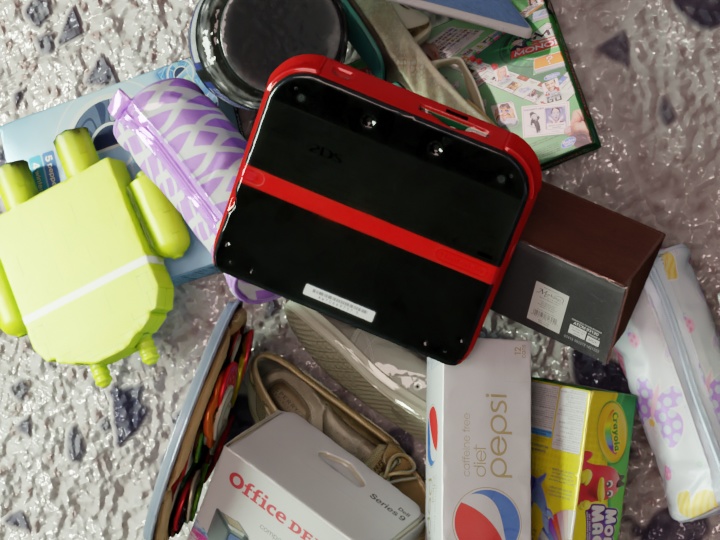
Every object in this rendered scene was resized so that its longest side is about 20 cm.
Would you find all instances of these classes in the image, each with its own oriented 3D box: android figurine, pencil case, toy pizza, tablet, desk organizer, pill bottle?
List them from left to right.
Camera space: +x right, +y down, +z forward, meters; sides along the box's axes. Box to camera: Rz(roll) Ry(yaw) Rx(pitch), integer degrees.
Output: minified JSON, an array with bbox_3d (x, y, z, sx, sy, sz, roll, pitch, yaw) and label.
[{"bbox_3d":[-0.222,-0.007,1.470,0.182,0.041,0.201,-28,80,16],"label":"android figurine"},{"bbox_3d":[-0.117,0.119,1.395,0.032,0.200,0.201,20,93,1],"label":"toy pizza"},{"bbox_3d":[-0.112,-0.061,1.390,0.200,0.085,0.084,50,124,32],"label":"pencil case"},{"bbox_3d":[-0.068,-0.172,1.350,0.111,0.200,0.112,-1,96,-8],"label":"pill bottle"},{"bbox_3d":[0.026,-0.226,1.351,0.014,0.199,0.130,-59,41,28],"label":"tablet"},{"bbox_3d":[0.110,-0.020,1.313,0.199,0.077,0.072,25,133,19],"label":"desk organizer"},{"bbox_3d":[0.233,0.083,1.328,0.083,0.091,0.201,-22,79,14],"label":"pencil case"}]

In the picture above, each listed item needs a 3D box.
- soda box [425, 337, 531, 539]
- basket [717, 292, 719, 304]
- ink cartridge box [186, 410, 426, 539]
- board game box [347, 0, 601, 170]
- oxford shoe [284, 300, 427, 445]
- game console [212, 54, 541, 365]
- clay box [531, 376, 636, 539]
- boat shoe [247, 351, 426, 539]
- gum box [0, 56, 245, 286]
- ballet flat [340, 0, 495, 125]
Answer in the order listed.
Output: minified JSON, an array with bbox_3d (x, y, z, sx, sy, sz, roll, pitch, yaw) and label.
[{"bbox_3d":[0.085,0.151,1.320,0.068,0.064,0.201,3,78,-8],"label":"soda box"},{"bbox_3d":[0.359,0.029,1.251,0.199,0.176,0.140,-13,97,31],"label":"basket"},{"bbox_3d":[-0.057,0.230,1.385,0.145,0.087,0.201,35,120,18],"label":"ink cartridge box"},{"bbox_3d":[0.073,-0.123,1.428,0.199,0.029,0.135,-21,79,17],"label":"board game box"},{"bbox_3d":[0.025,0.077,1.417,0.200,0.075,0.058,33,71,22],"label":"oxford shoe"},{"bbox_3d":[0.010,-0.042,1.263,0.199,0.031,0.177,22,120,3],"label":"game console"},{"bbox_3d":[0.140,0.183,1.346,0.115,0.047,0.201,7,90,61],"label":"clay box"},{"bbox_3d":[-0.012,0.141,1.413,0.073,0.063,0.201,-40,70,-14],"label":"boat shoe"},{"bbox_3d":[-0.186,-0.067,1.505,0.199,0.045,0.171,-17,82,17],"label":"gum box"},{"bbox_3d":[0.041,-0.159,1.403,0.062,0.067,0.200,-31,80,-11],"label":"ballet flat"}]
